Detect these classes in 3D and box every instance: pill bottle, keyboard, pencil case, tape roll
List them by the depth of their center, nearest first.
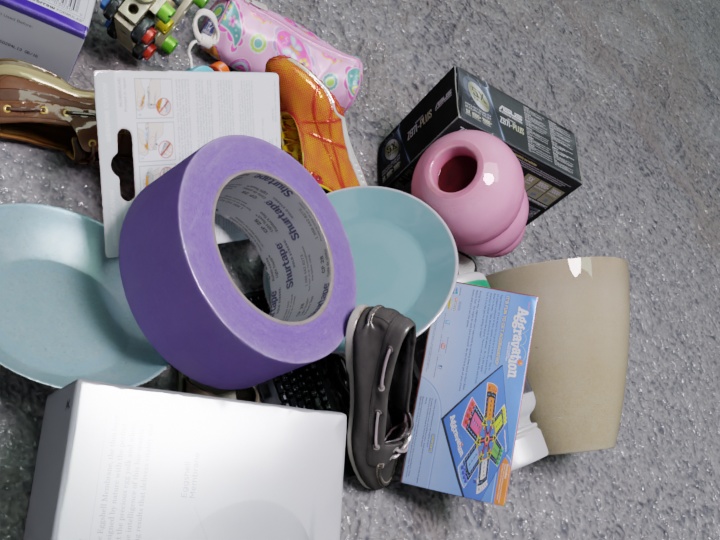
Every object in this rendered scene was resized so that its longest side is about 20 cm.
[{"bbox_3d":[-0.099,-0.006,0.679,0.199,0.084,0.202,28,50,-39],"label":"tape roll"},{"bbox_3d":[-0.048,0.104,0.772,0.103,0.040,0.202,-8,69,-40],"label":"keyboard"},{"bbox_3d":[0.116,0.114,0.840,0.112,0.113,0.202,-9,73,-41],"label":"pill bottle"},{"bbox_3d":[-0.093,-0.259,0.941,0.198,0.087,0.088,24,50,-25],"label":"pencil case"}]

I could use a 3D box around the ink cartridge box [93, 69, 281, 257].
[{"bbox_3d":[-0.162,-0.105,0.748,0.198,0.047,0.163,-12,106,-43],"label":"ink cartridge box"}]

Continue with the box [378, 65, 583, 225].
[{"bbox_3d":[0.146,-0.134,0.992,0.198,0.164,0.087,21,51,-25],"label":"box"}]

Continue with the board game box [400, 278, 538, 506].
[{"bbox_3d":[0.107,0.115,0.772,0.101,0.019,0.203,10,79,10],"label":"board game box"}]

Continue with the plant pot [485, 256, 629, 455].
[{"bbox_3d":[0.231,0.105,0.911,0.185,0.186,0.203,2,75,-37],"label":"plant pot"}]

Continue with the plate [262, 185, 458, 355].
[{"bbox_3d":[0.000,0.000,0.802,0.197,0.026,0.203,-3,58,5],"label":"plate"}]

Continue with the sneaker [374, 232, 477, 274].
[{"bbox_3d":[0.076,-0.004,0.906,0.198,0.088,0.076,-1,61,-40],"label":"sneaker"}]

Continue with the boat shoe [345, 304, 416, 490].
[{"bbox_3d":[0.024,0.125,0.720,0.067,0.056,0.203,-44,137,-50],"label":"boat shoe"}]

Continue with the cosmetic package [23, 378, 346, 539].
[{"bbox_3d":[-0.128,0.194,0.558,0.198,0.122,0.202,14,70,-30],"label":"cosmetic package"}]

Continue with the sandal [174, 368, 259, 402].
[{"bbox_3d":[-0.122,0.116,0.692,0.079,0.057,0.203,2,62,-37],"label":"sandal"}]

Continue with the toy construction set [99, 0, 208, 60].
[{"bbox_3d":[-0.209,-0.290,0.811,0.092,0.200,0.132,36,81,2],"label":"toy construction set"}]

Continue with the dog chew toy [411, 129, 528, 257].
[{"bbox_3d":[0.135,-0.074,0.904,0.200,0.123,0.126,37,35,-60],"label":"dog chew toy"}]

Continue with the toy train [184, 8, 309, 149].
[{"bbox_3d":[-0.128,-0.179,0.854,0.199,0.055,0.152,28,68,-46],"label":"toy train"}]

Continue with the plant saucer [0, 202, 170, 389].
[{"bbox_3d":[-0.243,0.028,0.645,0.199,0.039,0.202,27,32,-19],"label":"plant saucer"}]

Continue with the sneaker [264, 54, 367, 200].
[{"bbox_3d":[-0.052,-0.132,0.850,0.077,0.072,0.202,-41,118,-31],"label":"sneaker"}]

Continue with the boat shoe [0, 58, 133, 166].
[{"bbox_3d":[-0.254,-0.129,0.743,0.198,0.072,0.068,15,60,-24],"label":"boat shoe"}]

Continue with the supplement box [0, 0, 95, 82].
[{"bbox_3d":[-0.312,-0.286,0.772,0.100,0.103,0.202,18,54,-27],"label":"supplement box"}]
